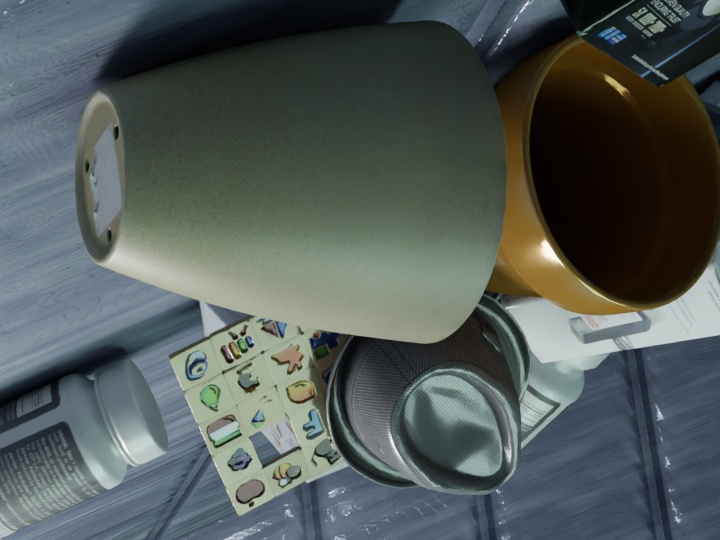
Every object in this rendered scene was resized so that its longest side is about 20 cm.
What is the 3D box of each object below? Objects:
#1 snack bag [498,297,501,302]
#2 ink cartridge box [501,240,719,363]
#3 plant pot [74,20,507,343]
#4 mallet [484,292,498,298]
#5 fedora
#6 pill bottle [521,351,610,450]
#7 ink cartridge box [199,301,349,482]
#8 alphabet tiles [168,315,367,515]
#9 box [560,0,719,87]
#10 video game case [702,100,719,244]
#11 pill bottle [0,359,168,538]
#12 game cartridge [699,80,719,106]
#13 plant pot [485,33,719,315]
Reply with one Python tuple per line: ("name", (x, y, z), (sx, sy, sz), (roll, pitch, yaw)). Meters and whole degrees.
("snack bag", (0.218, -0.044, 1.431), (0.189, 0.021, 0.200), (-44, 175, -45))
("ink cartridge box", (0.234, -0.011, 1.209), (0.198, 0.085, 0.146), (-11, -140, 36))
("plant pot", (-0.050, -0.051, 0.795), (0.198, 0.189, 0.187), (-1, 157, -29))
("mallet", (0.164, -0.030, 1.374), (0.201, 0.041, 0.066), (-52, 169, -2))
("fedora", (0.068, 0.111, 1.109), (0.176, 0.090, 0.201), (-36, 126, -3))
("pill bottle", (0.146, 0.108, 1.398), (0.200, 0.117, 0.116), (-48, 158, 25))
("ink cartridge box", (-0.020, 0.073, 1.246), (0.174, 0.200, 0.085), (-18, 123, -24))
("alphabet tiles", (-0.032, 0.085, 1.108), (0.198, 0.008, 0.168), (-26, 125, -11))
("box", (0.204, -0.196, 0.830), (0.163, 0.087, 0.200), (-30, 166, 20))
("video game case", (0.239, -0.068, 1.172), (0.182, 0.023, 0.200), (-43, -149, -7))
("pill bottle", (-0.287, 0.166, 1.326), (0.198, 0.114, 0.113), (-24, 168, 1))
("game cartridge", (0.338, -0.125, 1.421), (0.133, 0.042, 0.200), (-49, 163, 10))
("plant pot", (0.140, -0.061, 1.079), (0.199, 0.203, 0.183), (-15, -179, -35))
